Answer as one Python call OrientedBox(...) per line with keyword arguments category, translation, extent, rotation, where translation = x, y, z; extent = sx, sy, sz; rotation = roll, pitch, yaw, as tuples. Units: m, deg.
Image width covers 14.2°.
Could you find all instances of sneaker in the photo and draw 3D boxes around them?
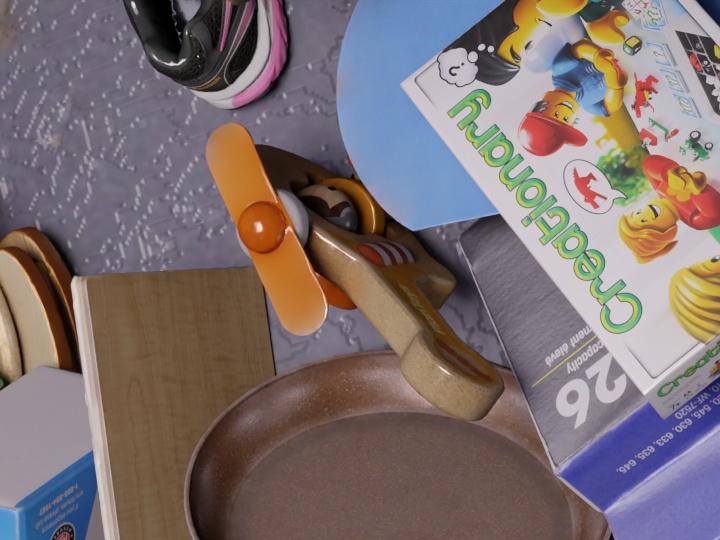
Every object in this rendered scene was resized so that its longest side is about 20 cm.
OrientedBox(category="sneaker", translation=(-0.094, -0.180, 1.422), extent=(0.080, 0.086, 0.201), rotation=(-26, 78, 21))

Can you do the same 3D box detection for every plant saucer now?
OrientedBox(category="plant saucer", translation=(0.019, 0.111, 1.333), extent=(0.199, 0.200, 0.032), rotation=(18, 131, 24))

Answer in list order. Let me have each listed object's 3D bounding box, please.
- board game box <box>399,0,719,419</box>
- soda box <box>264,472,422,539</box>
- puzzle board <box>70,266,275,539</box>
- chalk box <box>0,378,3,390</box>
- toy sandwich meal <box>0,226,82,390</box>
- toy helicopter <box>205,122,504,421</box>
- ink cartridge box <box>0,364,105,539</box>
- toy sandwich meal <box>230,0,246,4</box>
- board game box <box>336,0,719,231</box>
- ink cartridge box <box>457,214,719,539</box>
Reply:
OrientedBox(category="board game box", translation=(0.121, -0.049, 1.260), extent=(0.126, 0.035, 0.200), rotation=(-39, 59, 3))
OrientedBox(category="soda box", translation=(0.023, 0.180, 1.327), extent=(0.200, 0.063, 0.068), rotation=(50, 145, 45))
OrientedBox(category="puzzle board", translation=(-0.081, 0.100, 1.384), extent=(0.017, 0.150, 0.201), rotation=(-9, 87, 30))
OrientedBox(category="chalk box", translation=(-0.295, 0.094, 1.439), extent=(0.124, 0.124, 0.200), rotation=(47, 120, 16))
OrientedBox(category="toy sandwich meal", translation=(-0.231, 0.042, 1.503), extent=(0.204, 0.070, 0.206), rotation=(7, 102, 32))
OrientedBox(category="toy helicopter", translation=(0.000, 0.000, 1.326), extent=(0.079, 0.132, 0.200), rotation=(-55, 43, 15))
OrientedBox(category="ink cartridge box", translation=(-0.156, 0.168, 1.393), extent=(0.084, 0.146, 0.201), rotation=(12, 113, 23))
OrientedBox(category="toy sandwich meal", translation=(-0.015, -0.209, 1.321), extent=(0.070, 0.205, 0.206), rotation=(15, 97, 7))
OrientedBox(category="board game box", translation=(0.088, -0.095, 1.340), extent=(0.199, 0.039, 0.159), rotation=(-11, 64, 18))
OrientedBox(category="ink cartridge box", translation=(0.154, 0.007, 1.292), extent=(0.197, 0.047, 0.201), rotation=(-38, 48, 19))
